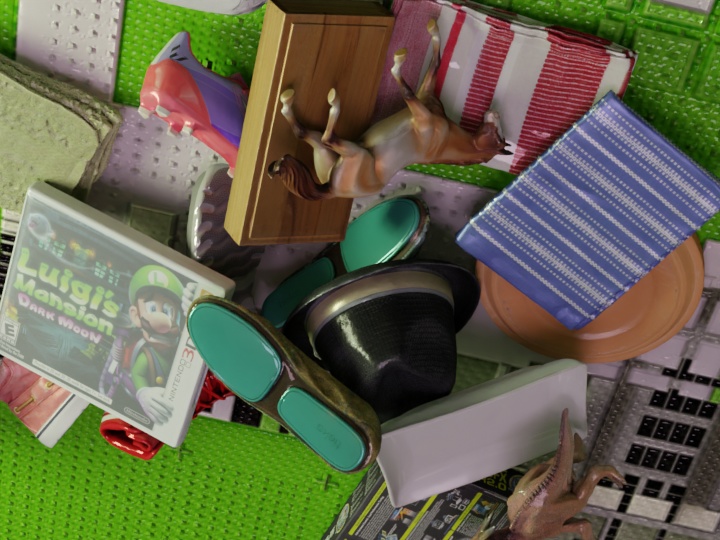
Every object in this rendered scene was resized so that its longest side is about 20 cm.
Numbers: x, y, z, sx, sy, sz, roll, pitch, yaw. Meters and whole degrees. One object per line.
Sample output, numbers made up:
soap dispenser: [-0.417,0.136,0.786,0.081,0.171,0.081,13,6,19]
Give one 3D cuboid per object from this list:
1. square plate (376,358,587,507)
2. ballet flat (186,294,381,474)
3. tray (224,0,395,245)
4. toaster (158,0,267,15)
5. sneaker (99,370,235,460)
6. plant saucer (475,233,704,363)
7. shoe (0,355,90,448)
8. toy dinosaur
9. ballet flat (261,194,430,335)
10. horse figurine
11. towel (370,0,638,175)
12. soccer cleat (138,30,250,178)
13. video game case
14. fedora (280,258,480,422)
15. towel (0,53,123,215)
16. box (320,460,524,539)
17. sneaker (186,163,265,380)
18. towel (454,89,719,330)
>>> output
square plate: [0.109,0.144,1.568,0.197,0.029,0.200,-20,155,-2]
ballet flat: [-0.061,0.091,1.458,0.200,0.071,0.071,41,127,5]
tray: [-0.042,-0.116,1.391,0.098,0.037,0.201,-3,122,-29]
toaster: [-0.130,-0.269,1.276,0.199,0.129,0.114,15,129,-3]
sneaker: [-0.152,0.122,1.609,0.199,0.116,0.078,-19,125,24]
plant saucer: [0.199,0.007,1.515,0.199,0.032,0.201,4,129,5]
shoe: [-0.266,0.071,1.614,0.091,0.072,0.200,40,114,-4]
toy dinosaur: [0.159,0.220,1.590,0.135,0.086,0.200,-18,143,-23]
ballet flat: [0.000,0.000,1.528,0.200,0.074,0.074,-32,118,32]
horse figurine: [0.015,-0.108,1.373,0.200,0.050,0.133,-29,131,-11]
towel: [0.109,-0.143,1.404,0.199,0.023,0.144,15,130,1]
soccer cleat: [-0.096,-0.118,1.442,0.200,0.077,0.067,34,165,-34]
video game case: [-0.221,0.040,1.520,0.199,0.023,0.182,27,123,10]
fedora: [0.028,0.071,1.502,0.200,0.092,0.201,-15,155,-7]
towel: [-0.312,-0.123,1.485,0.199,0.037,0.149,24,130,-12]
box: [0.067,0.255,1.732,0.160,0.044,0.200,23,128,-10]
sneaker: [-0.134,-0.002,1.532,0.075,0.082,0.201,-14,119,-34]
towel: [0.191,-0.045,1.444,0.145,0.024,0.200,36,124,-16]
